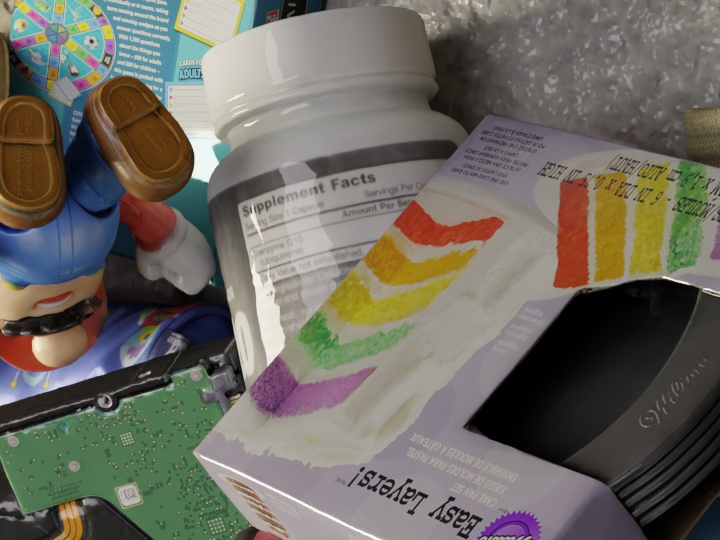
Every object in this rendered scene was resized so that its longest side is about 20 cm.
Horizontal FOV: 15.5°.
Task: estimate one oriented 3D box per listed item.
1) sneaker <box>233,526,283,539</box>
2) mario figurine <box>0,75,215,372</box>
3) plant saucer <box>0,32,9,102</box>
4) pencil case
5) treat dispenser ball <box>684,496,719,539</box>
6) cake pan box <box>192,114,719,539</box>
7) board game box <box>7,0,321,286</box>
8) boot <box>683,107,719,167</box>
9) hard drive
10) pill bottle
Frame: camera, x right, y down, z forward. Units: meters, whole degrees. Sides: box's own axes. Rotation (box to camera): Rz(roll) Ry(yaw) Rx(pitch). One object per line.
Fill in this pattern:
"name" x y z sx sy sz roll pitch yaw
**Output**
"sneaker" 0.007 0.187 1.070 0.087 0.074 0.200 -17 105 19
"mario figurine" -0.121 -0.002 1.083 0.200 0.123 0.106 128 162 -67
"plant saucer" -0.222 -0.027 1.245 0.200 0.035 0.200 -47 32 42
"pencil case" -0.133 0.055 1.209 0.200 0.087 0.078 -2 124 40
"treat dispenser ball" 0.116 0.180 0.935 0.201 0.201 0.201 1 92 39
"cake pan box" 0.061 0.037 0.931 0.184 0.052 0.200 -50 35 -15
"board game box" -0.091 -0.106 1.194 0.151 0.047 0.200 16 101 37
"boot" 0.200 0.007 0.948 0.200 0.073 0.156 1 91 43
"hard drive" -0.121 0.120 1.132 0.200 0.038 0.140 -18 104 15
"pill bottle" 0.000 0.000 1.080 0.114 0.114 0.200 -19 79 38
